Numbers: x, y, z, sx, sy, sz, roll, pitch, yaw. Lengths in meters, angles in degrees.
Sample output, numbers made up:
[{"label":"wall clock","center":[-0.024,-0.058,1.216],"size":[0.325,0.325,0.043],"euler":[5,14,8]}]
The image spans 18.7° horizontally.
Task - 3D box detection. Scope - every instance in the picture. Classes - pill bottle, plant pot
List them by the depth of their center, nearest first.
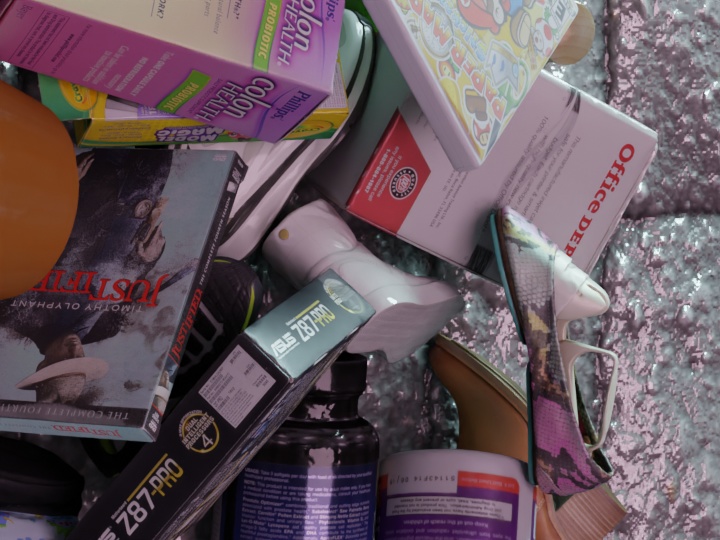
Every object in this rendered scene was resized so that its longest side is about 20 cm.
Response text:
[{"label":"plant pot","center":[-0.271,-0.054,1.271],"size":[0.183,0.200,0.201],"euler":[11,89,-51]},{"label":"pill bottle","center":[-0.044,0.155,1.488],"size":[0.112,0.112,0.201],"euler":[1,96,-35]},{"label":"pill bottle","center":[0.061,0.229,1.495],"size":[0.111,0.111,0.201],"euler":[15,71,-35]}]

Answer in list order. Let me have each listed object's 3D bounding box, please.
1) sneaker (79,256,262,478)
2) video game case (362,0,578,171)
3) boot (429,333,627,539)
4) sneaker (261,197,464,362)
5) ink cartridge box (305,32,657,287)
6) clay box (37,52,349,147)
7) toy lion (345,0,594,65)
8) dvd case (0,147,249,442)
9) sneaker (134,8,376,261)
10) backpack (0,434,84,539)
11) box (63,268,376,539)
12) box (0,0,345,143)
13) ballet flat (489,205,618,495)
[{"label":"sneaker","center":[-0.114,0.052,1.406],"size":[0.074,0.200,0.081],"euler":[48,43,8]},{"label":"video game case","center":[0.060,-0.195,1.389],"size":[0.200,0.023,0.182],"euler":[60,43,-27]},{"label":"boot","center":[0.078,0.160,1.601],"size":[0.155,0.074,0.200],"euler":[-41,91,4]},{"label":"sneaker","center":[0.000,0.000,1.512],"size":[0.074,0.116,0.200],"euler":[-44,164,8]},{"label":"ink cartridge box","center":[0.085,-0.079,1.517],"size":[0.200,0.083,0.147],"euler":[25,97,-31]},{"label":"clay box","center":[-0.114,-0.141,1.399],"size":[0.199,0.048,0.115],"euler":[-3,71,-20]},{"label":"toy lion","center":[0.061,-0.151,1.560],"size":[0.192,0.069,0.200],"euler":[-51,120,-10]},{"label":"dvd case","center":[-0.162,0.010,1.336],"size":[0.022,0.146,0.201],"euler":[60,39,-52]},{"label":"sneaker","center":[-0.075,-0.112,1.455],"size":[0.115,0.076,0.201],"euler":[40,76,-33]},{"label":"backpack","center":[-0.256,0.208,1.345],"size":[0.163,0.154,0.201],"euler":[20,97,-41]},{"label":"box","center":[-0.086,0.099,1.351],"size":[0.049,0.200,0.161],"euler":[43,23,7]},{"label":"box","center":[-0.112,-0.197,1.330],"size":[0.199,0.097,0.177],"euler":[15,68,-19]},{"label":"ballet flat","center":[0.137,0.051,1.477],"size":[0.069,0.071,0.201],"euler":[-19,100,-73]}]
